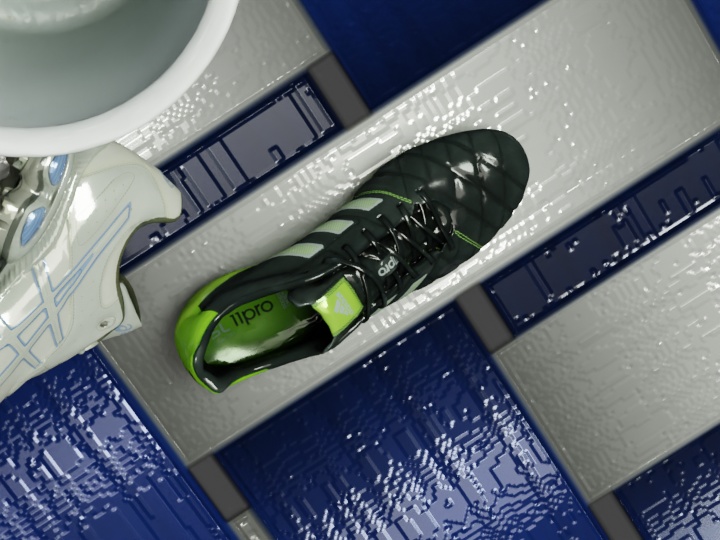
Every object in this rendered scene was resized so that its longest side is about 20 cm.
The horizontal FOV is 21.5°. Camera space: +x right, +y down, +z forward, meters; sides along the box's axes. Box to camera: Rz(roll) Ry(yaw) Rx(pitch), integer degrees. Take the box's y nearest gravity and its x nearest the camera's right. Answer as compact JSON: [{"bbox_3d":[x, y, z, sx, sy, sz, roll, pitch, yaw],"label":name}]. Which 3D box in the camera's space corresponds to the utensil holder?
[{"bbox_3d":[-0.139,-0.155,0.796,0.169,0.200,0.170,-2,109,-7],"label":"utensil holder"}]

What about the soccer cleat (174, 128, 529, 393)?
[{"bbox_3d":[0.000,0.000,0.931,0.200,0.081,0.068,-31,110,2],"label":"soccer cleat"}]

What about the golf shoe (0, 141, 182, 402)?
[{"bbox_3d":[-0.156,0.027,0.923,0.097,0.078,0.200,23,105,-22],"label":"golf shoe"}]
